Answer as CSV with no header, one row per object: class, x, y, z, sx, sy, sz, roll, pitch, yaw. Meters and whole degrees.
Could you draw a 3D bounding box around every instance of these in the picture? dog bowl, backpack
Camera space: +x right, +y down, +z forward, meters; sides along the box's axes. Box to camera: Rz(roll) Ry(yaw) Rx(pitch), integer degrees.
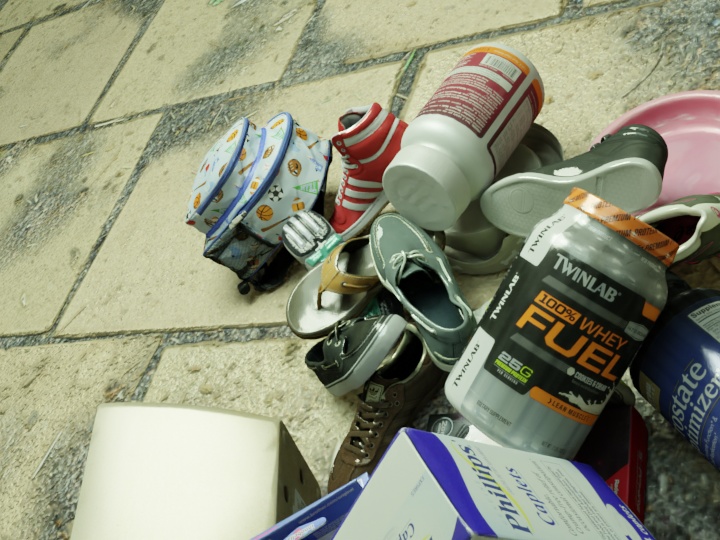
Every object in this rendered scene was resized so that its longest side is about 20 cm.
dog bowl,0.146,-0.082,1.023,0.197,0.059,0.202,-19,43,19
backpack,-0.125,-0.109,1.142,0.190,0.153,0.202,-35,37,30

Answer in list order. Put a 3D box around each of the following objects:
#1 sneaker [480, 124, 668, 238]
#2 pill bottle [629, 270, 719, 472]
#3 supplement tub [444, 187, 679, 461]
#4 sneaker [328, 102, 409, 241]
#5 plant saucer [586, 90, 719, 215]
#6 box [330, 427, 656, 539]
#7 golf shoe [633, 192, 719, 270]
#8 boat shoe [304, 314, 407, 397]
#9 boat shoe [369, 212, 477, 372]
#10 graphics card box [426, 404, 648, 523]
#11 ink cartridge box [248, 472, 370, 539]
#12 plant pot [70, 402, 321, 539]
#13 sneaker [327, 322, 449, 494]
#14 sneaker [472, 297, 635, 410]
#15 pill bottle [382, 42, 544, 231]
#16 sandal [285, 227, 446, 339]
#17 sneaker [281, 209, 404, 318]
sneaker,0.220,-0.089,0.899,0.198,0.071,0.099,-10,23,41
pill bottle,0.291,0.086,0.723,0.111,0.112,0.200,-37,40,-2
supplement tub,0.163,0.044,0.719,0.122,0.122,0.202,37,102,48
sneaker,-0.010,-0.119,1.078,0.200,0.112,0.072,-44,16,35
plant saucer,0.328,-0.099,0.918,0.198,0.051,0.203,-19,44,20
box,0.079,0.224,0.629,0.185,0.198,0.105,-60,36,18
golf shoe,0.248,-0.020,0.826,0.199,0.087,0.078,-30,71,35
boat shoe,-0.012,0.081,0.897,0.069,0.056,0.200,-53,2,-26
boat shoe,0.061,0.005,0.885,0.072,0.062,0.201,-23,53,-5
graphics card box,0.145,0.186,0.779,0.197,0.051,0.127,-8,48,30
ink cartridge box,-0.010,0.239,0.722,0.118,0.201,0.042,-31,39,5
plant pot,-0.135,0.242,0.827,0.174,0.201,0.202,-12,45,9
sneaker,0.016,0.141,0.891,0.070,0.076,0.201,11,59,41
sneaker,0.183,0.069,0.843,0.076,0.076,0.199,-45,43,-9
pill bottle,0.111,-0.144,0.962,0.108,0.110,0.201,10,52,40
sandal,0.000,0.000,0.964,0.198,0.055,0.083,-28,61,9
sneaker,-0.011,0.014,1.045,0.074,0.088,0.201,-38,65,-4
